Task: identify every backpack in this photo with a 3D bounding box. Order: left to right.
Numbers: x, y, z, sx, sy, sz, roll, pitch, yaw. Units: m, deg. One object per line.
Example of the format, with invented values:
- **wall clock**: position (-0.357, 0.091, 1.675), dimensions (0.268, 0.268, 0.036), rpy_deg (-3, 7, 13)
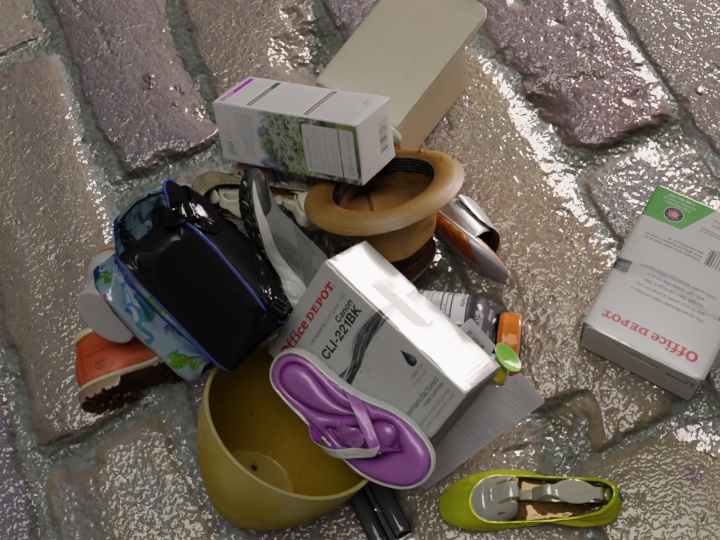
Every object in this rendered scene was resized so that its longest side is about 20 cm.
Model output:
- **backpack**: position (-0.185, 0.004, 1.094), dimensions (0.147, 0.183, 0.200), rpy_deg (-40, 24, 4)

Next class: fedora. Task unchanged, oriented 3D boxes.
- **fedora**: position (0.033, -0.069, 1.202), dimensions (0.200, 0.082, 0.201), rpy_deg (-12, 28, 7)

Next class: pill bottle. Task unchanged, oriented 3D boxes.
- **pill bottle**: position (-0.246, -0.008, 1.242), dimensions (0.109, 0.109, 0.200), rpy_deg (20, 47, 15)
- **pill bottle**: position (0.083, 0.076, 1.201), dimensions (0.200, 0.106, 0.106), rpy_deg (6, 67, 10)

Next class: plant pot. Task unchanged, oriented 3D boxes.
- **plant pot**: position (-0.095, 0.199, 1.132), dimensions (0.200, 0.142, 0.200), rpy_deg (19, 40, -16)

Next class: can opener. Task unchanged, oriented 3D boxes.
- **can opener**: position (0.029, 0.279, 1.143), dimensions (0.053, 0.066, 0.200), rpy_deg (-27, 61, -4)

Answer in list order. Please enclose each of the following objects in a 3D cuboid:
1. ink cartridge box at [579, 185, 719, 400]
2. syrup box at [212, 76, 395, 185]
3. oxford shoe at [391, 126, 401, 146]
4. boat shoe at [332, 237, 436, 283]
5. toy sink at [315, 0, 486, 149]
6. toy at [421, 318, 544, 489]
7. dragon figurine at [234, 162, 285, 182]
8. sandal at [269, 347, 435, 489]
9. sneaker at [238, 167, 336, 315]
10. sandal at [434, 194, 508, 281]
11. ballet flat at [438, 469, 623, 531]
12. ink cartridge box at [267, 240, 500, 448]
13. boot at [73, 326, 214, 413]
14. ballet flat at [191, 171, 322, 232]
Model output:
- **ink cartridge box**: position (0.359, 0.025, 1.201), dimensions (0.146, 0.084, 0.200), rpy_deg (28, 72, 17)
- **syrup box**: position (-0.067, -0.165, 1.222), dimensions (0.200, 0.079, 0.081), rpy_deg (14, 39, 28)
- **oxford shoe**: position (-0.024, -0.163, 1.306), dimensions (0.200, 0.075, 0.058), rpy_deg (11, 68, 50)
- **boat shoe**: position (-0.001, 0.000, 1.265), dimensions (0.200, 0.068, 0.072), rpy_deg (-24, 65, -4)
- **toy sink**: position (0.060, -0.261, 1.351), dimensions (0.130, 0.112, 0.200), rpy_deg (33, 79, 19)
- **toy**: position (0.101, 0.142, 1.142), dimensions (0.115, 0.200, 0.047), rpy_deg (48, 38, 4)
- **dragon figurine**: position (-0.130, -0.123, 1.339), dimensions (0.059, 0.099, 0.200), rpy_deg (-22, 48, -5)
- **sandal**: position (-0.019, 0.155, 1.051), dimensions (0.203, 0.050, 0.082), rpy_deg (33, 111, 21)
- **sneaker**: position (-0.078, -0.030, 1.186), dimensions (0.079, 0.200, 0.074), rpy_deg (-29, 23, -9)
- **sandal**: position (0.112, -0.070, 1.277), dimensions (0.059, 0.079, 0.207), rpy_deg (-44, 67, -10)
- **ballet flat**: position (0.183, 0.245, 1.135), dimensions (0.200, 0.067, 0.067), rpy_deg (-1, 67, 7)
- **ink cartridge box**: position (0.020, 0.091, 1.093), dimensions (0.200, 0.144, 0.084), rpy_deg (43, 35, 15)
- **boot**: position (-0.251, 0.085, 1.258), dimensions (0.200, 0.075, 0.107), rpy_deg (-20, 60, -1)
- **ballet flat**: position (-0.100, -0.074, 1.239), dimensions (0.200, 0.075, 0.068), rpy_deg (7, 108, -16)
